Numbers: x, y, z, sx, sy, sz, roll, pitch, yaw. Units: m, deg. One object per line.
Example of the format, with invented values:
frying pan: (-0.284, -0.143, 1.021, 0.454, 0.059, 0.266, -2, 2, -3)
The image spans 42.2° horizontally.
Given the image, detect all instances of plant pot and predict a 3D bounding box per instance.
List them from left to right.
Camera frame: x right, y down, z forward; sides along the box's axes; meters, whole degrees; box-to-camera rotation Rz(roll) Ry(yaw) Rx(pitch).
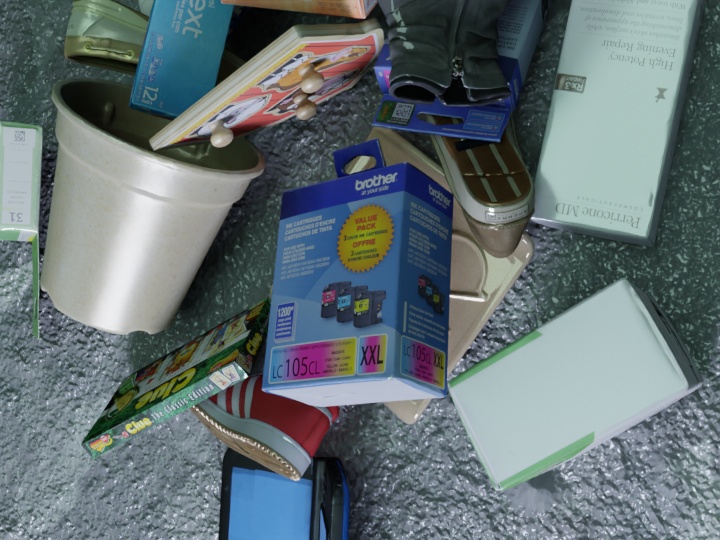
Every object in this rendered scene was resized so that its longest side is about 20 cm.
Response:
plant pot: (-0.209, -0.051, 0.868, 0.198, 0.200, 0.186, 30, 110, 20)

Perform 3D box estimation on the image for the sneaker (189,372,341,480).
sneaker: (-0.086, 0.110, 0.859, 0.198, 0.072, 0.113, 15, 60, 48)

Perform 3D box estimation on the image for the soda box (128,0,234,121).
soda box: (-0.145, -0.232, 0.808, 0.067, 0.064, 0.204, 13, 92, -17)

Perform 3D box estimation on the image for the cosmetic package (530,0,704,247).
cosmetic package: (0.207, -0.129, 0.751, 0.100, 0.074, 0.205, 11, 91, 22)

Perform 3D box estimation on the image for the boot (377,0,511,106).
boot: (0.094, -0.188, 0.700, 0.196, 0.070, 0.135, -11, 85, -23)

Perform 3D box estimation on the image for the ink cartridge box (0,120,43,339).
ink cartridge box: (-0.345, -0.036, 0.939, 0.047, 0.145, 0.205, 3, 87, -21)

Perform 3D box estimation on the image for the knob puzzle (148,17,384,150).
knob puzzle: (-0.054, -0.147, 0.785, 0.217, 0.219, 0.031, -28, 88, 18)

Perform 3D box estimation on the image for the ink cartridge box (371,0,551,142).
ink cartridge box: (0.088, -0.202, 0.773, 0.117, 0.042, 0.203, 11, 66, 22)

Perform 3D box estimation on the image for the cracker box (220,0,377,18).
cracker box: (-0.021, -0.288, 0.778, 0.131, 0.201, 0.058, 12, 136, 21)

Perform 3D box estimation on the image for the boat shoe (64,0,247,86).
boat shoe: (-0.180, -0.189, 0.875, 0.196, 0.074, 0.068, 21, 84, -9)

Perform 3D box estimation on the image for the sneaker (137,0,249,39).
sneaker: (-0.123, -0.269, 0.901, 0.196, 0.075, 0.090, -7, 104, 22)

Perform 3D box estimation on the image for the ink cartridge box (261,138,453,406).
ink cartridge box: (0.000, 0.000, 0.750, 0.134, 0.076, 0.204, -10, 66, 36)

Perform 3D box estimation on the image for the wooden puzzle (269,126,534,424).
wooden puzzle: (0.035, 0.002, 0.832, 0.184, 0.046, 0.202, 39, 107, 19)

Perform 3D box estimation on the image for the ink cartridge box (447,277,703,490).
ink cartridge box: (0.167, 0.084, 0.691, 0.145, 0.199, 0.085, -33, 74, 16)

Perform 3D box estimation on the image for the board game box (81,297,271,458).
board game box: (-0.168, 0.100, 0.868, 0.198, 0.105, 0.024, -29, 113, 25)

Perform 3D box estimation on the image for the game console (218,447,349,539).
game console: (-0.075, 0.271, 0.829, 0.115, 0.171, 0.205, 2, 89, -5)

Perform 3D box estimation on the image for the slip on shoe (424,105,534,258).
slip on shoe: (0.099, -0.097, 0.770, 0.074, 0.061, 0.202, -13, 46, -2)
